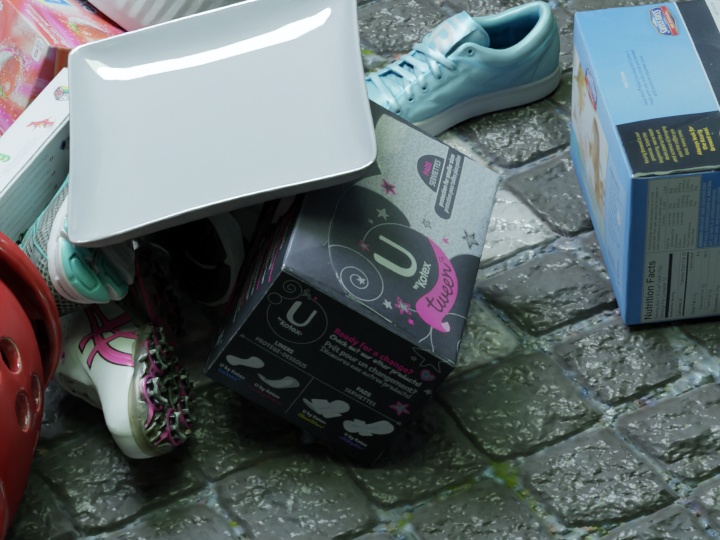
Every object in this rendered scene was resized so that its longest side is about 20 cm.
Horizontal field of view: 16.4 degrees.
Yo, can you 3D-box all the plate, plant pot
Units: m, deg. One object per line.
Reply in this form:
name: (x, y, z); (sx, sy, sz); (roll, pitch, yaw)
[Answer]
plate: (-0.089, -0.097, 1.595); (0.199, 0.032, 0.200); (-15, 42, 7)
plant pot: (-0.280, 0.068, 1.502); (0.200, 0.201, 0.183); (7, 40, 11)

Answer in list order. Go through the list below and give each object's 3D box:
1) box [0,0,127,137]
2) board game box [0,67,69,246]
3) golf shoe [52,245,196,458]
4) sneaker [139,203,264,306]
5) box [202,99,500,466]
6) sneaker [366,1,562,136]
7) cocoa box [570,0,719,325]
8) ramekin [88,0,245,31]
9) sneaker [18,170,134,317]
box: (-0.251, -0.164, 1.840); (0.094, 0.103, 0.200); (5, 30, -40)
board game box: (-0.227, -0.029, 1.677); (0.034, 0.127, 0.200); (15, 42, 18)
golf shoe: (-0.159, 0.065, 1.609); (0.092, 0.073, 0.200); (-23, 30, 5)
sneaker: (-0.108, -0.041, 1.742); (0.079, 0.074, 0.200); (-1, 35, -31)
box: (0.000, 0.000, 1.608); (0.132, 0.115, 0.200); (29, 40, -10)
sneaker: (0.058, -0.154, 1.852); (0.199, 0.082, 0.074); (-21, 42, -22)
cocoa box: (0.224, -0.078, 1.712); (0.131, 0.134, 0.200); (-6, 40, -4)
ramekin: (-0.143, -0.233, 1.875); (0.105, 0.200, 0.200); (-53, 47, 9)
sneaker: (-0.186, -0.030, 1.638); (0.091, 0.078, 0.200); (-33, 18, 27)
